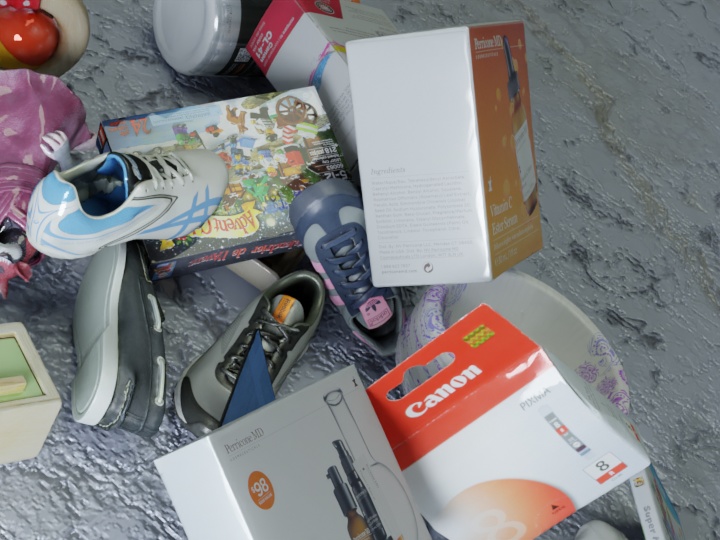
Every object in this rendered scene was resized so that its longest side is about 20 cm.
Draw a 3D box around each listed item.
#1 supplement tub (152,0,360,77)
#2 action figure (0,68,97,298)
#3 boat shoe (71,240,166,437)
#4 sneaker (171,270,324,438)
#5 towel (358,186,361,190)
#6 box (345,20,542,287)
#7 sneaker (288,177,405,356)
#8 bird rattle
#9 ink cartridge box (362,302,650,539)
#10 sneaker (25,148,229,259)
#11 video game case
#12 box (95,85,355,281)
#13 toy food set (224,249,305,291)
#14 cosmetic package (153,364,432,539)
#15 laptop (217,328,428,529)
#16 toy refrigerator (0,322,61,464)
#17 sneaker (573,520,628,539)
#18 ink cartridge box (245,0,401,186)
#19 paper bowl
[{"bbox_3d":[-0.102,-0.260,1.376,0.199,0.123,0.123,-5,50,-40],"label":"supplement tub"},{"bbox_3d":[-0.282,-0.063,1.066,0.133,0.149,0.201,-8,63,1],"label":"action figure"},{"bbox_3d":[-0.179,0.047,1.014,0.060,0.076,0.201,24,38,-26],"label":"boat shoe"},{"bbox_3d":[-0.085,0.064,1.054,0.074,0.079,0.200,33,37,-2],"label":"sneaker"},{"bbox_3d":[0.002,-0.087,1.270,0.146,0.024,0.200,33,29,-5],"label":"towel"},{"bbox_3d":[0.074,-0.100,1.111,0.106,0.202,0.152,-2,11,25],"label":"box"},{"bbox_3d":[0.000,0.000,1.117,0.082,0.070,0.200,64,3,33],"label":"sneaker"},{"bbox_3d":[-0.305,-0.221,1.137,0.163,0.200,0.113,28,28,-49],"label":"bird rattle"},{"bbox_3d":[0.097,0.128,0.991,0.200,0.162,0.050,36,27,-37],"label":"ink cartridge box"},{"bbox_3d":[-0.167,-0.062,1.023,0.072,0.073,0.200,46,37,16],"label":"sneaker"},{"bbox_3d":[0.255,0.247,1.074,0.201,0.018,0.143,-97,160,-46],"label":"video game case"},{"bbox_3d":[-0.108,-0.077,1.135,0.199,0.038,0.137,-14,68,-25],"label":"box"},{"bbox_3d":[-0.097,-0.073,1.217,0.143,0.061,0.200,33,36,1],"label":"toy food set"},{"bbox_3d":[-0.034,0.158,0.874,0.152,0.051,0.200,64,27,3],"label":"cosmetic package"},{"bbox_3d":[-0.027,0.177,0.934,0.199,0.116,0.188,27,37,-8],"label":"laptop"},{"bbox_3d":[-0.304,0.090,0.868,0.199,0.070,0.076,-6,50,-41],"label":"toy refrigerator"},{"bbox_3d":[0.155,0.255,1.020,0.087,0.075,0.200,30,35,4],"label":"sneaker"},{"bbox_3d":[0.003,-0.172,1.285,0.147,0.086,0.201,5,43,-47],"label":"ink cartridge box"},{"bbox_3d":[0.122,0.098,1.145,0.199,0.105,0.201,20,37,-16],"label":"paper bowl"}]
